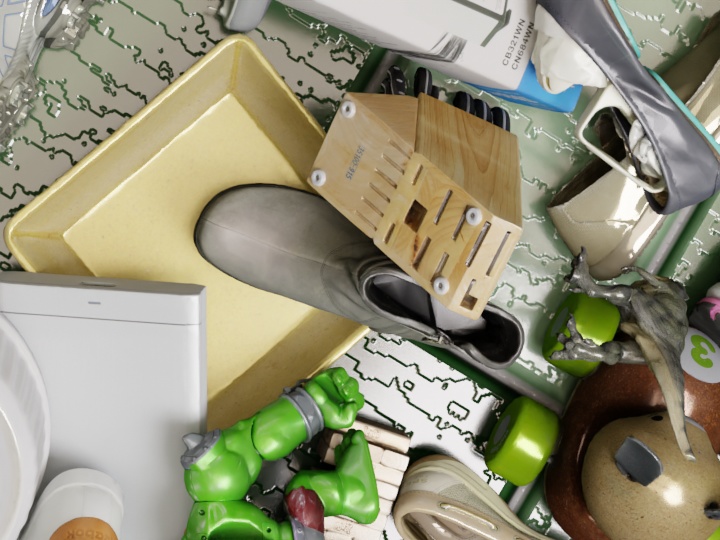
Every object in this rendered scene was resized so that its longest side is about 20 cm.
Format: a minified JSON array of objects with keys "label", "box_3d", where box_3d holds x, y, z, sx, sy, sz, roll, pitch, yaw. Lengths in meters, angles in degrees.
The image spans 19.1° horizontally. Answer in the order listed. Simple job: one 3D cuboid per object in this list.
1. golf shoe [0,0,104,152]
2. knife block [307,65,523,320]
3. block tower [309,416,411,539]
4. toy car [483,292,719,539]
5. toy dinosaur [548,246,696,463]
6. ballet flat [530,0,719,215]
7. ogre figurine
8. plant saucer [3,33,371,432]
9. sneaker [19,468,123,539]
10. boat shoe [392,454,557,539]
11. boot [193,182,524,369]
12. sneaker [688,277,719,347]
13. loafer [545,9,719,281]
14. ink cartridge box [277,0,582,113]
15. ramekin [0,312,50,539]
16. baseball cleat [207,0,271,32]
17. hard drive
[{"label":"golf shoe","box_3d":[-0.237,-0.136,1.319,0.097,0.078,0.201,31,73,0]},{"label":"knife block","box_3d":[0.065,-0.054,1.299,0.175,0.200,0.064,-1,124,-47]},{"label":"block tower","box_3d":[-0.027,0.193,1.375,0.057,0.054,0.202,18,91,-7]},{"label":"toy car","box_3d":[0.189,0.112,1.322,0.163,0.200,0.159,28,90,-8]},{"label":"toy dinosaur","box_3d":[0.162,0.037,1.291,0.088,0.200,0.048,23,119,-7]},{"label":"ballet flat","box_3d":[0.148,-0.114,1.290,0.073,0.073,0.200,-39,108,-3]},{"label":"ogre figurine","box_3d":[-0.050,0.164,1.294,0.119,0.098,0.202,-1,105,-22]},{"label":"plant saucer","box_3d":[-0.091,-0.012,1.358,0.200,0.048,0.200,-40,98,-3]},{"label":"sneaker","box_3d":[-0.199,0.219,1.308,0.072,0.085,0.201,14,122,-17]},{"label":"boat shoe","box_3d":[0.102,0.202,1.373,0.200,0.065,0.072,40,118,-6]},{"label":"boot","box_3d":[0.000,0.000,1.280,0.199,0.131,0.068,20,91,-8]},{"label":"sneaker","box_3d":[0.319,0.044,1.398,0.199,0.080,0.087,32,79,-13]},{"label":"loafer","box_3d":[0.190,-0.090,1.373,0.068,0.076,0.201,33,90,-13]},{"label":"ink cartridge box","box_3d":[0.058,-0.200,1.315,0.199,0.084,0.147,19,92,-30]},{"label":"ramekin","box_3d":[-0.278,0.107,1.255,0.201,0.094,0.204,-3,105,-12]},{"label":"baseball cleat","box_3d":[-0.018,-0.234,1.343,0.106,0.070,0.201,20,94,-13]},{"label":"hard drive","box_3d":[-0.161,0.104,1.331,0.131,0.027,0.202,4,107,8]}]
